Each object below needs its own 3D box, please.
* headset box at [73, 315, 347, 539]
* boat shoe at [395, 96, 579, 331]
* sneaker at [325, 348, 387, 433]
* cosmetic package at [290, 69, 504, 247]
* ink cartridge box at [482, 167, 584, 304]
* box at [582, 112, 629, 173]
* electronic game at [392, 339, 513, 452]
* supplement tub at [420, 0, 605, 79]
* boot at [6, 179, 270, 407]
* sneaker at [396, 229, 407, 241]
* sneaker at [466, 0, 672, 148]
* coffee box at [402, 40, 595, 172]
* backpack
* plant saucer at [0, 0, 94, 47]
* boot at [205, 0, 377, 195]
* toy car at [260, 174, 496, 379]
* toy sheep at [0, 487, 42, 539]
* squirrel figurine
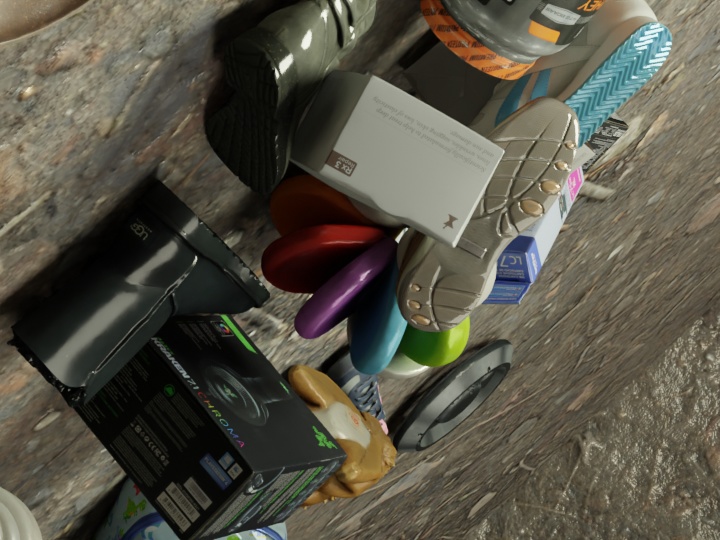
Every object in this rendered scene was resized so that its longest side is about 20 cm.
[{"bbox_3d":[-0.125,0.130,1.684,0.093,0.174,0.200,-46,162,16],"label":"headset box"},{"bbox_3d":[0.087,-0.050,1.490,0.200,0.076,0.072,-52,-160,11],"label":"boat shoe"},{"bbox_3d":[0.004,0.143,2.168,0.070,0.082,0.200,-36,162,-19],"label":"sneaker"},{"bbox_3d":[0.020,-0.084,1.431,0.081,0.113,0.200,-61,-167,0],"label":"cosmetic package"},{"bbox_3d":[0.116,-0.042,1.784,0.200,0.119,0.042,-61,145,-45],"label":"ink cartridge box"},{"bbox_3d":[0.170,-0.109,1.969,0.158,0.050,0.200,-47,163,17],"label":"box"},{"bbox_3d":[0.118,0.160,2.538,0.200,0.042,0.200,-40,164,-13],"label":"electronic game"},{"bbox_3d":[0.137,-0.242,1.436,0.123,0.123,0.200,-16,150,-55],"label":"supplement tub"},{"bbox_3d":[-0.168,0.031,1.507,0.168,0.076,0.200,-45,157,-1],"label":"boot"},{"bbox_3d":[0.032,-0.064,1.729,0.071,0.073,0.200,-28,159,-30],"label":"sneaker"},{"bbox_3d":[0.142,-0.140,1.531,0.200,0.081,0.077,-39,144,12],"label":"sneaker"},{"bbox_3d":[0.120,-0.130,1.671,0.080,0.113,0.200,-38,166,10],"label":"coffee box"},{"bbox_3d":[-0.165,0.288,1.962,0.183,0.147,0.200,13,130,-18],"label":"backpack"},{"bbox_3d":[-0.163,-0.197,1.025,0.200,0.037,0.200,-38,164,-13],"label":"plant saucer"},{"bbox_3d":[-0.037,-0.140,1.411,0.131,0.068,0.200,-44,169,-25],"label":"boot"},{"bbox_3d":[0.000,0.000,1.608,0.150,0.200,0.175,-24,162,-35],"label":"toy car"},{"bbox_3d":[-0.315,0.223,1.567,0.138,0.138,0.200,-39,163,-10],"label":"toy sheep"},{"bbox_3d":[-0.069,0.214,2.091,0.187,0.142,0.200,-38,158,15],"label":"squirrel figurine"}]
